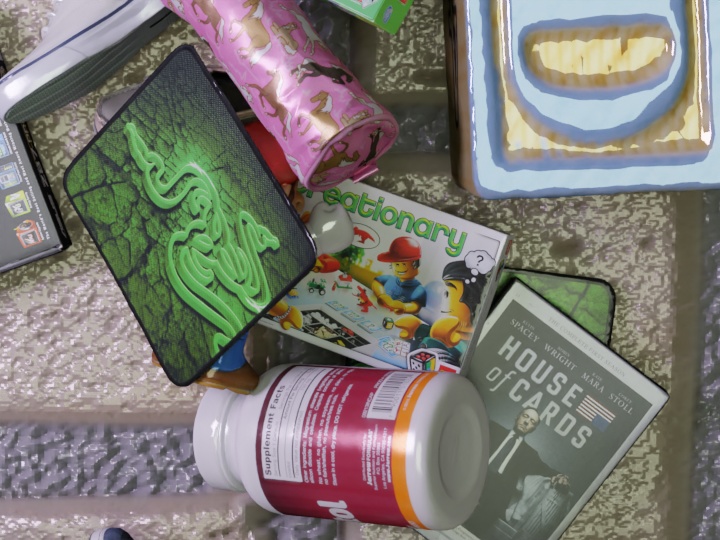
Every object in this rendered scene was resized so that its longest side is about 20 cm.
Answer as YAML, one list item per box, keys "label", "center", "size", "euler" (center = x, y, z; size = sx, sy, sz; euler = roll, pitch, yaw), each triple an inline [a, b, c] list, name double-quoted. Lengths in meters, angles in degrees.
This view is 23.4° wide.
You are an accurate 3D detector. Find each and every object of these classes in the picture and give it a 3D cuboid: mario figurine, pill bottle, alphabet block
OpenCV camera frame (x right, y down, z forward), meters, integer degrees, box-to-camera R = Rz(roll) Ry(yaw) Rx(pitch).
- label: "mario figurine"
  center: [-0.075, -0.013, 1.261]
  size: [0.123, 0.106, 0.200]
  euler: [19, 94, -3]
- label: "pill bottle"
  center: [-0.016, 0.125, 1.263]
  size: [0.200, 0.113, 0.113]
  euler: [1, 96, 30]
- label: "alphabet block"
  center: [0.160, -0.154, 1.227]
  size: [0.195, 0.200, 0.197]
  euler: [-1, 95, 0]

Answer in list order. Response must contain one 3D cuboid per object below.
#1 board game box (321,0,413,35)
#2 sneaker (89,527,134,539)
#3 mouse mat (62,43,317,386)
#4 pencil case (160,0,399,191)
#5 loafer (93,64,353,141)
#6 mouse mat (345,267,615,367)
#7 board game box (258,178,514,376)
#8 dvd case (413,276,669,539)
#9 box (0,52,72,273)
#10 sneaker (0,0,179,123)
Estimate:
- label: "board game box"
  center: [-0.016, -0.262, 1.234]
  size: [0.200, 0.029, 0.135]
  euler: [33, 97, 40]
- label: "sneaker"
  center: [-0.103, 0.256, 1.314]
  size: [0.146, 0.077, 0.202]
  euler: [-28, 105, 13]
- label: "mouse mat"
  center: [-0.125, -0.039, 1.224]
  size: [0.161, 0.008, 0.200]
  euler: [-43, 68, 27]
- label: "pencil case"
  center: [-0.058, -0.146, 1.200]
  size: [0.200, 0.086, 0.083]
  euler: [53, 127, 19]
- label: "loafer"
  center: [-0.099, -0.128, 1.283]
  size: [0.200, 0.063, 0.072]
  euler: [-2, 59, -3]
- label: "mouse mat"
  center: [0.089, 0.074, 1.336]
  size: [0.200, 0.008, 0.161]
  euler: [8, 95, -1]
- label: "board game box"
  center: [0.000, 0.000, 1.297]
  size: [0.200, 0.035, 0.126]
  euler: [19, 95, 12]
- label: "dvd case"
  center: [0.115, 0.128, 1.318]
  size: [0.150, 0.025, 0.200]
  euler: [37, 95, -4]
- label: "box"
  center: [-0.327, -0.083, 1.300]
  size: [0.161, 0.049, 0.200]
  euler: [-19, 95, 3]
- label: "sneaker"
  center: [-0.198, -0.186, 1.280]
  size: [0.200, 0.073, 0.071]
  euler: [-39, 81, -16]
